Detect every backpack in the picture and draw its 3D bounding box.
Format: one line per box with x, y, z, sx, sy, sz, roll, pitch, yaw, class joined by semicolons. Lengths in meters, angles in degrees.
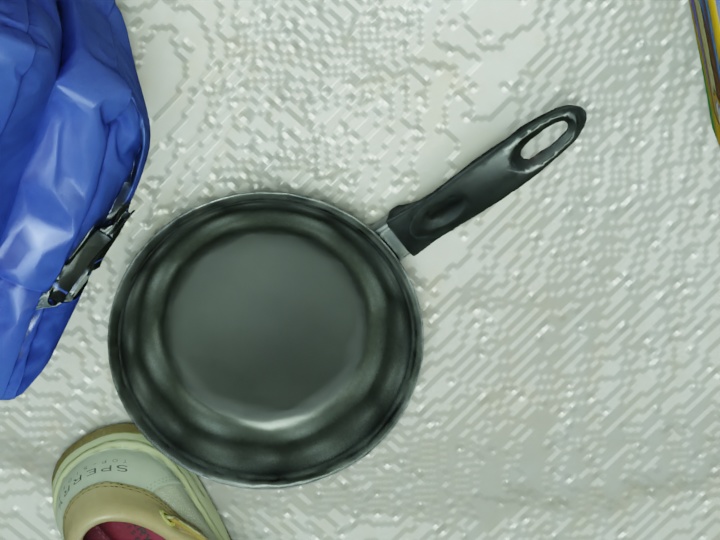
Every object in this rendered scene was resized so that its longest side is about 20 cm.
-0.172;-0.021;0.904;0.167;0.163;0.200;26;109;-14;backpack

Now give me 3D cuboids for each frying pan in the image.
-0.016;-0.007;0.981;0.115;0.031;0.190;28;106;-11;frying pan

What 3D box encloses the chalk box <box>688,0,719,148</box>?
0.162;-0.131;0.883;0.124;0.124;0.201;-13;112;4;chalk box

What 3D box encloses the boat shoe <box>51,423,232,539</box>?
-0.053;0.152;1.025;0.074;0.066;0.200;-33;109;12;boat shoe
